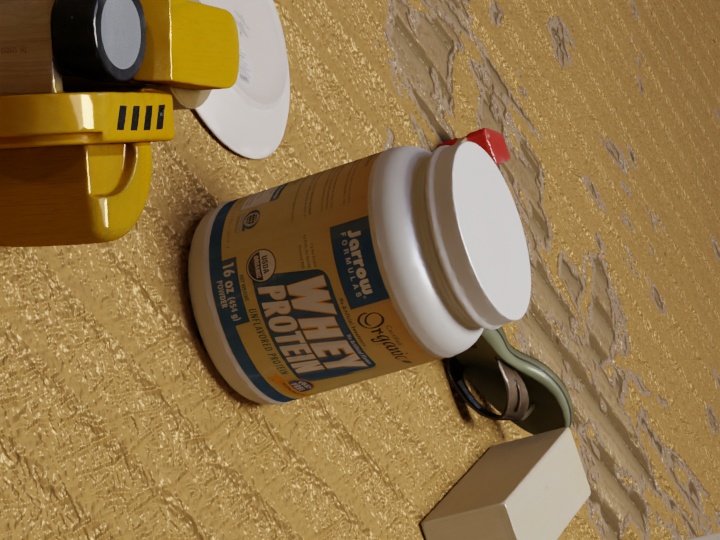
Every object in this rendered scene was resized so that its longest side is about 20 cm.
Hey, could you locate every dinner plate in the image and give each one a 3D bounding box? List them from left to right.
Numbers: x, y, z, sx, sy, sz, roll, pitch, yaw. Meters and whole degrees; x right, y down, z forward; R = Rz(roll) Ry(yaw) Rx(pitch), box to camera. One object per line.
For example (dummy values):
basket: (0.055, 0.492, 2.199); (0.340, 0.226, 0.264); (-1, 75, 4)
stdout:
dinner plate: (-0.096, -0.181, 1.560); (0.200, 0.024, 0.201); (44, 38, -48)

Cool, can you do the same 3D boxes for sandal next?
sandal: (0.106, 0.091, 1.784); (0.201, 0.079, 0.058); (42, 55, -40)

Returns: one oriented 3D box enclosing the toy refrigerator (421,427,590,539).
toy refrigerator: (0.123, 0.196, 1.733); (0.070, 0.076, 0.200); (70, 23, -7)

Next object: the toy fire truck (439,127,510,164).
toy fire truck: (0.090, -0.047, 1.853); (0.200, 0.049, 0.142); (-18, 91, -66)

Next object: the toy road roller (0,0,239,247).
toy road roller: (-0.161, -0.090, 1.240); (0.200, 0.122, 0.147); (-9, 97, -66)

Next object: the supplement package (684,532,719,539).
supplement package: (0.332, 0.357, 1.937); (0.147, 0.199, 0.192); (60, 27, -29)

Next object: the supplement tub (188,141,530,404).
supplement tub: (0.000, 0.000, 1.428); (0.145, 0.199, 0.145); (46, 35, -46)
